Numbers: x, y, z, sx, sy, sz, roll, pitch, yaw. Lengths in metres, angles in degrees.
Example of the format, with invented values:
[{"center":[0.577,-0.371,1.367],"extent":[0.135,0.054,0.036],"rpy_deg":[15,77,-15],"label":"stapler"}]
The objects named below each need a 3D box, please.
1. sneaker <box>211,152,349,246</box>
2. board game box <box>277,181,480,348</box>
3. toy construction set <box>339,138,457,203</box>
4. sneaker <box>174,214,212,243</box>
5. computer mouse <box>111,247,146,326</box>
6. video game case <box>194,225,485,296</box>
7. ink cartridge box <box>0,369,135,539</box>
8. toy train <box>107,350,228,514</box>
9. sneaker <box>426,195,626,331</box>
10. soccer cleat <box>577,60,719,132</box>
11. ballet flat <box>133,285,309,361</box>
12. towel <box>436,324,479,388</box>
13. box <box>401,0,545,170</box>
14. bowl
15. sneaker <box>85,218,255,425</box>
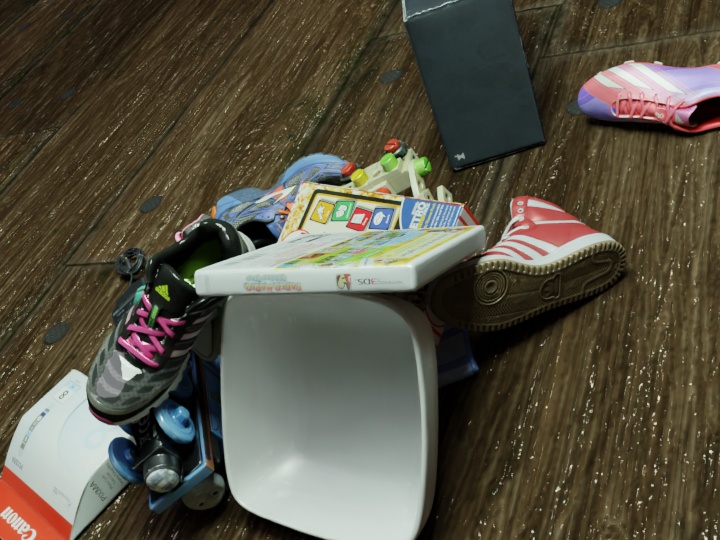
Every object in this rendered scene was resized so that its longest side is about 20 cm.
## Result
[{"center":[-0.087,-0.071,1.091],"extent":[0.197,0.076,0.079],"rpy_deg":[-25,44,15],"label":"sneaker"},{"center":[0.000,0.000,0.876],"extent":[0.197,0.046,0.154],"rpy_deg":[12,73,36],"label":"board game box"},{"center":[0.015,-0.068,0.994],"extent":[0.196,0.093,0.132],"rpy_deg":[-10,39,21],"label":"toy construction set"},{"center":[-0.158,-0.002,0.953],"extent":[0.079,0.096,0.200],"rpy_deg":[-43,-3,-22],"label":"sneaker"},{"center":[-0.276,0.025,1.118],"extent":[0.058,0.034,0.201],"rpy_deg":[-42,30,7],"label":"computer mouse"},{"center":[-0.008,-0.009,0.738],"extent":[0.179,0.023,0.199],"rpy_deg":[-2,9,23],"label":"video game case"},{"center":[-0.312,0.201,0.901],"extent":[0.158,0.048,0.200],"rpy_deg":[17,52,43],"label":"ink cartridge box"},{"center":[-0.169,0.134,0.839],"extent":[0.086,0.114,0.201],"rpy_deg":[-40,35,12],"label":"toy train"},{"center":[0.134,-0.010,0.844],"extent":[0.196,0.072,0.113],"rpy_deg":[-12,32,-20],"label":"sneaker"},{"center":[0.326,-0.181,0.972],"extent":[0.197,0.067,0.077],"rpy_deg":[3,49,30],"label":"soccer cleat"},{"center":[-0.116,0.047,0.825],"extent":[0.196,0.067,0.072],"rpy_deg":[-2,72,6],"label":"ballet flat"},{"center":[0.009,0.077,0.880],"extent":[0.197,0.024,0.148],"rpy_deg":[-19,37,9],"label":"towel"},{"center":[0.130,-0.267,1.077],"extent":[0.122,0.202,0.198],"rpy_deg":[-14,37,14],"label":"box"},{"center":[-0.018,0.108,0.740],"extent":[0.197,0.204,0.074],"rpy_deg":[5,11,33],"label":"bowl"},{"center":[-0.161,0.034,0.748],"extent":[0.073,0.088,0.201],"rpy_deg":[34,73,12],"label":"sneaker"}]
